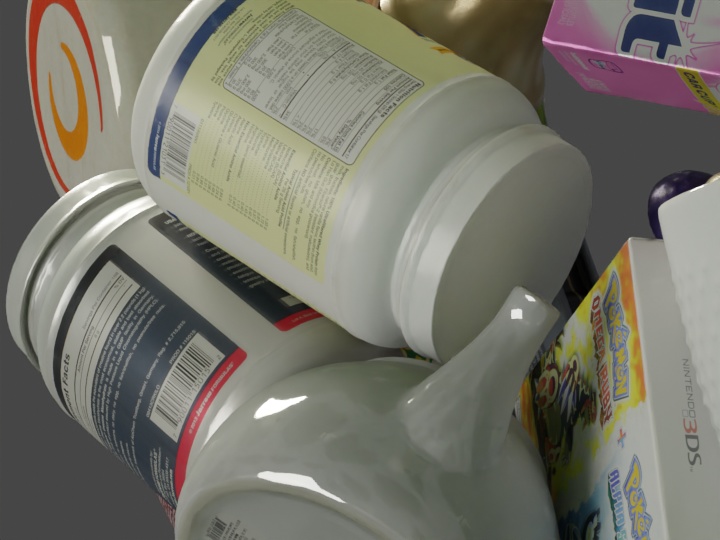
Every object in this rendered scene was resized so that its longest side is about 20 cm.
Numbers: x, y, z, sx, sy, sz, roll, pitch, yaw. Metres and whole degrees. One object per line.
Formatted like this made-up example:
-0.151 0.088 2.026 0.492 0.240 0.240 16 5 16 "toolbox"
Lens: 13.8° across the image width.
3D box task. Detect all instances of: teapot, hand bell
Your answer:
0.018 0.114 1.399 0.199 0.146 0.198 0 128 36 "teapot"
0.107 -0.181 1.507 0.200 0.104 0.105 -49 51 33 "hand bell"

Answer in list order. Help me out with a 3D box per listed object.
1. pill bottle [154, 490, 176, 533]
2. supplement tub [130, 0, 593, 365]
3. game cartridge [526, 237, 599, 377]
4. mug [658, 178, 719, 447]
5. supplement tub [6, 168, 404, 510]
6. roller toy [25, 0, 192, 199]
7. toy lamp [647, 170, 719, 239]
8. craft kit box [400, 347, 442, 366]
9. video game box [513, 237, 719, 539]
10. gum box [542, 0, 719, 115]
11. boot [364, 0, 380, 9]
-0.071 0.117 1.782 0.201 0.109 0.110 59 139 37 "pill bottle"
0.001 -0.051 1.465 0.199 0.145 0.146 32 122 29 "supplement tub"
0.082 0.030 1.594 0.133 0.040 0.201 -44 56 47 "game cartridge"
0.217 0.044 1.292 0.200 0.147 0.177 96 161 -84 "mug"
-0.081 0.046 1.553 0.200 0.140 0.141 38 125 38 "supplement tub"
-0.113 -0.116 1.801 0.183 0.139 0.201 129 128 -62 "roller toy"
0.204 -0.065 1.363 0.200 0.058 0.059 -41 58 51 "toy lamp"
0.000 0.000 1.603 0.197 0.048 0.201 35 112 36 "craft kit box"
0.121 0.115 1.375 0.182 0.046 0.201 124 147 -55 "video game box"
0.168 -0.172 1.302 0.113 0.066 0.201 13 79 26 "gum box"
0.009 -0.197 1.659 0.154 0.073 0.202 18 105 61 "boot"
